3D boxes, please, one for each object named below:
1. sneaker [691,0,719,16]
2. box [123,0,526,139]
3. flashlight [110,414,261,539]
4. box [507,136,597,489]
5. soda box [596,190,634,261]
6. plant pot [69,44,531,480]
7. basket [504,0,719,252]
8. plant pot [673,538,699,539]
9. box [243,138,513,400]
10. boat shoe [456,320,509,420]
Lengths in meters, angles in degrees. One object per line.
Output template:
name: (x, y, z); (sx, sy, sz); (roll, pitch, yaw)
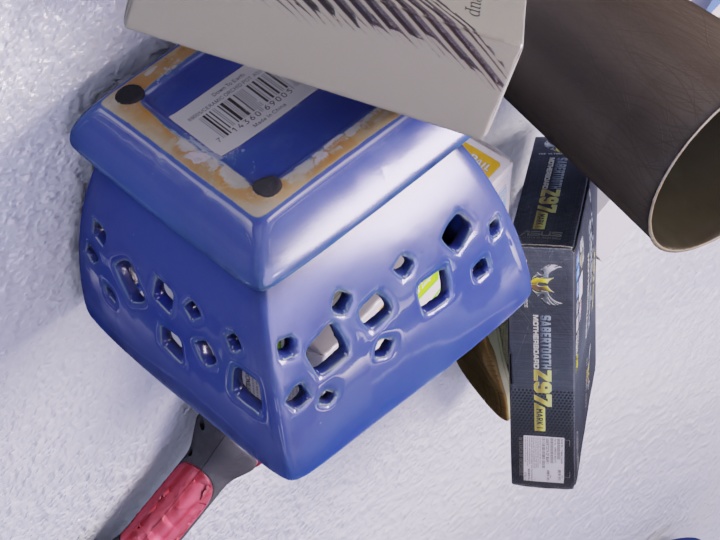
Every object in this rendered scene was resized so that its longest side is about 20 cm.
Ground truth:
sneaker: (0.243, -0.237, 1.586); (0.082, 0.074, 0.201); (-23, 150, -44)
box: (-0.016, -0.142, 1.172); (0.083, 0.198, 0.069); (-83, -168, -49)
flashlight: (-0.123, 0.155, 1.537); (0.200, 0.068, 0.068); (-50, 126, 3)
box: (0.138, 0.029, 1.611); (0.158, 0.050, 0.202); (-71, 162, -58)
soda box: (0.216, -0.109, 1.709); (0.200, 0.064, 0.068); (-50, 153, 0)
plant pot: (-0.041, -0.037, 1.283); (0.199, 0.200, 0.181); (-37, 143, -23)
basket: (0.171, -0.125, 1.473); (0.180, 0.200, 0.137); (-17, 138, -47)
plant pot: (0.325, 0.411, 2.378); (0.199, 0.180, 0.201); (-26, 145, -37)
box: (0.000, 0.000, 1.451); (0.200, 0.101, 0.113); (-45, 154, -29)
boat shoe: (0.107, 0.046, 1.730); (0.065, 0.073, 0.200); (-37, 150, -12)
